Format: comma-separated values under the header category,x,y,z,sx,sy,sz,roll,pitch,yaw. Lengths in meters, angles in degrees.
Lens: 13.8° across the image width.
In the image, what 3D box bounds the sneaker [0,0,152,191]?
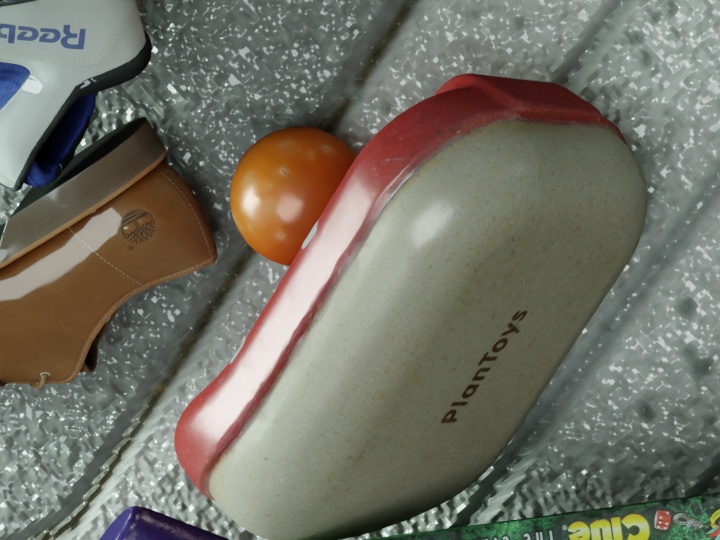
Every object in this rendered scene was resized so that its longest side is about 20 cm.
category,x,y,z,sx,sy,sz,roll,pitch,yaw
sneaker,-0.158,-0.081,1.089,0.199,0.081,0.115,-3,125,29

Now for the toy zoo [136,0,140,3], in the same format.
category,x,y,z,sx,sy,sz,roll,pitch,yaw
toy zoo,-0.119,-0.198,1.048,0.131,0.020,0.200,23,131,8

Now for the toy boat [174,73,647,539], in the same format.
category,x,y,z,sx,sy,sz,roll,pitch,yaw
toy boat,0.000,0.000,1.072,0.131,0.130,0.200,48,118,31

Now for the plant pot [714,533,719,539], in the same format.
category,x,y,z,sx,sy,sz,roll,pitch,yaw
plant pot,0.226,0.166,0.962,0.200,0.188,0.200,-10,128,-12

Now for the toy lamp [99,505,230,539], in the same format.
category,x,y,z,sx,sy,sz,roll,pitch,yaw
toy lamp,-0.016,0.159,1.129,0.200,0.058,0.058,36,115,-9

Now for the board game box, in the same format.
category,x,y,z,sx,sy,sz,roll,pitch,yaw
board game box,0.070,0.099,1.078,0.200,0.105,0.023,-9,86,20

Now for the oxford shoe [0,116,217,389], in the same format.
category,x,y,z,sx,sy,sz,roll,pitch,yaw
oxford shoe,-0.142,0.023,1.137,0.200,0.071,0.071,-30,104,23
